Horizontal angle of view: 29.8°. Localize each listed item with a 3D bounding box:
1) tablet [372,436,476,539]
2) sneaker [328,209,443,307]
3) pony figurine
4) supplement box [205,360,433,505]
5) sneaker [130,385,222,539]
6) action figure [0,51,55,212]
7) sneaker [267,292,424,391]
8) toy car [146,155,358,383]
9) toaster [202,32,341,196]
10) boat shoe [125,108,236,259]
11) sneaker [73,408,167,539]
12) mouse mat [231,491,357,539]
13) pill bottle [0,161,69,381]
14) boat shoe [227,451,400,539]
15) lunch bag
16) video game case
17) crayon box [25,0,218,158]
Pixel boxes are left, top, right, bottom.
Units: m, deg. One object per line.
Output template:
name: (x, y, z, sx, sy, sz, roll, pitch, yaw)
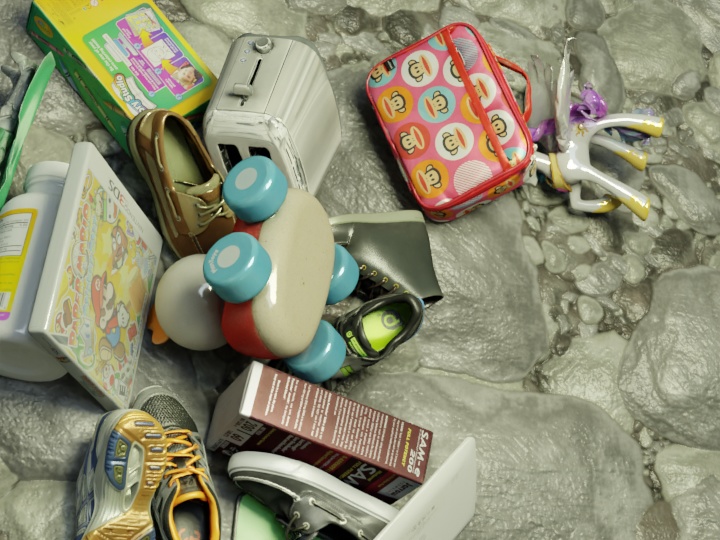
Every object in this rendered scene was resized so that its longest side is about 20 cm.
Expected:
tablet: (0.055, 0.266, 1.326, 0.014, 0.131, 0.200, 26, 49, 29)
sneaker: (0.000, 0.000, 1.459, 0.198, 0.075, 0.107, -11, 71, -28)
pony figurine: (0.252, -0.161, 1.602, 0.198, 0.167, 0.196, 12, 85, -5)
supplement box: (-0.041, 0.167, 1.333, 0.198, 0.109, 0.061, 22, 58, -15)
sneaker: (-0.171, 0.201, 1.290, 0.077, 0.077, 0.202, -10, 69, -25)
action figure: (-0.365, -0.117, 1.356, 0.054, 0.118, 0.202, 19, 70, -22)
sneaker: (-0.020, 0.078, 1.395, 0.198, 0.083, 0.071, -31, 81, -11)
toy car: (-0.133, 0.011, 1.346, 0.185, 0.198, 0.179, 50, 40, -45)
toaster: (-0.093, -0.144, 1.438, 0.112, 0.201, 0.130, 9, 53, 19)
boat shoe: (-0.173, -0.075, 1.394, 0.075, 0.074, 0.201, -38, 106, -29)
sneaker: (-0.232, 0.228, 1.259, 0.075, 0.088, 0.202, 20, 81, -30)
mouse mat: (-0.055, 0.321, 1.321, 0.159, 0.008, 0.202, 13, 60, -17)
pill bottle: (-0.311, -0.002, 1.313, 0.103, 0.104, 0.202, 16, 61, -15)
boat shoe: (-0.044, 0.242, 1.326, 0.199, 0.070, 0.067, 28, 56, -17)
lunch bag: (0.116, -0.173, 1.542, 0.175, 0.082, 0.202, -26, 74, 8)
video game case: (-0.249, 0.010, 1.301, 0.023, 0.182, 0.202, -1, 61, 16)
crayon box: (-0.255, -0.230, 1.473, 0.118, 0.058, 0.200, -36, 83, -32)
